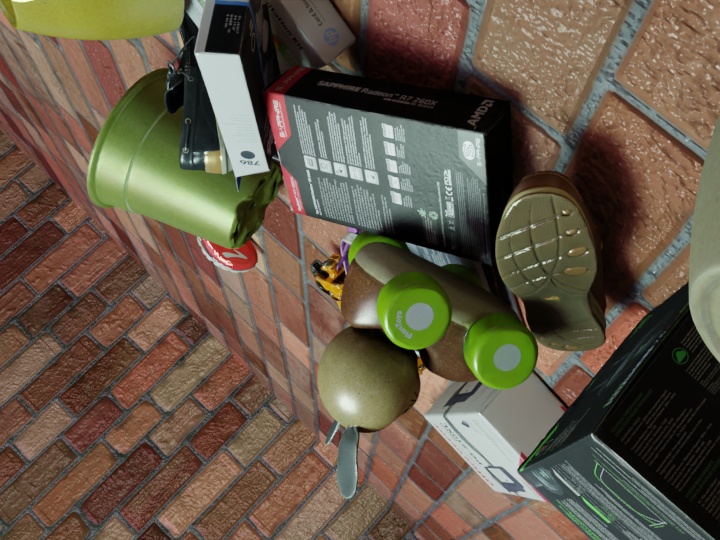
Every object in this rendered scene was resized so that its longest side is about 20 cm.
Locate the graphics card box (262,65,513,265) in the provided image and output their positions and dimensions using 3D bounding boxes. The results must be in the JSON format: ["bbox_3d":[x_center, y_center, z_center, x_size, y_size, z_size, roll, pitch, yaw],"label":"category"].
[{"bbox_3d":[0.024,-0.087,0.694,0.199,0.051,0.126,17,136,30],"label":"graphics card box"}]

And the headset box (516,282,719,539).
[{"bbox_3d":[0.209,0.092,0.580,0.093,0.174,0.200,41,164,11],"label":"headset box"}]

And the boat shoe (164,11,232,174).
[{"bbox_3d":[-0.175,-0.191,0.902,0.075,0.062,0.201,108,151,-70],"label":"boat shoe"}]

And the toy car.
[{"bbox_3d":[0.029,0.089,0.731,0.157,0.201,0.164,25,-169,-16],"label":"toy car"}]

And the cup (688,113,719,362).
[{"bbox_3d":[0.221,-0.013,0.358,0.200,0.143,0.201,40,163,15],"label":"cup"}]

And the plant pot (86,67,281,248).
[{"bbox_3d":[-0.209,-0.125,1.108,0.189,0.201,0.200,29,161,8],"label":"plant pot"}]

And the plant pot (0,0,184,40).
[{"bbox_3d":[-0.271,-0.295,0.796,0.200,0.141,0.201,47,154,31],"label":"plant pot"}]

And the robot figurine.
[{"bbox_3d":[0.014,0.053,1.158,0.145,0.058,0.200,19,150,56],"label":"robot figurine"}]

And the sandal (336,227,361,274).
[{"bbox_3d":[0.002,-0.006,0.905,0.203,0.049,0.083,-104,27,-44],"label":"sandal"}]

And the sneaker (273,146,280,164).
[{"bbox_3d":[-0.061,-0.122,0.910,0.200,0.076,0.088,41,169,16],"label":"sneaker"}]

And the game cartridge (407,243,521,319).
[{"bbox_3d":[0.095,0.001,0.882,0.133,0.041,0.201,37,162,41],"label":"game cartridge"}]

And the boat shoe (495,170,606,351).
[{"bbox_3d":[0.147,-0.012,0.651,0.071,0.068,0.200,-1,147,22],"label":"boat shoe"}]

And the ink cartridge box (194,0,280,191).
[{"bbox_3d":[-0.095,-0.156,0.724,0.039,0.100,0.200,4,156,3],"label":"ink cartridge box"}]

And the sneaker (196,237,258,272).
[{"bbox_3d":[-0.247,-0.077,1.455,0.200,0.077,0.085,48,158,-9],"label":"sneaker"}]

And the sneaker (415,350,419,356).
[{"bbox_3d":[0.069,0.057,0.914,0.079,0.074,0.200,42,172,-24],"label":"sneaker"}]

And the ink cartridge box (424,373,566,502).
[{"bbox_3d":[0.179,0.197,1.049,0.145,0.084,0.200,47,163,-2],"label":"ink cartridge box"}]

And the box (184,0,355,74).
[{"bbox_3d":[-0.102,-0.242,0.778,0.156,0.041,0.200,52,161,-20],"label":"box"}]
